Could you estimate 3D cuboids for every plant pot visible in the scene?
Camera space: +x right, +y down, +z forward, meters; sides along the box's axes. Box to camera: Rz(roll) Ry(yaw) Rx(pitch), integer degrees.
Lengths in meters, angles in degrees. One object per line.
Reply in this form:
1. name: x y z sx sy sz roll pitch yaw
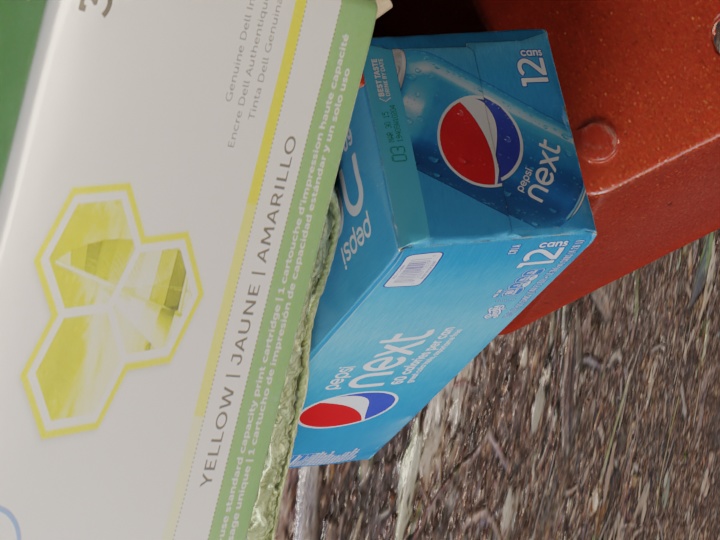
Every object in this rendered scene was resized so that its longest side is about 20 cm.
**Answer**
1. plant pot: 0.091 -0.108 0.909 0.200 0.199 0.176 64 -2 0

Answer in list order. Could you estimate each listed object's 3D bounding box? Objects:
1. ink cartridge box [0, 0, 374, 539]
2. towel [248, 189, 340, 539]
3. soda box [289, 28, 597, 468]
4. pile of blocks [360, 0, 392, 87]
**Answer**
1. ink cartridge box: -0.086 -0.003 0.532 0.200 0.048 0.146 8 98 -56
2. towel: -0.054 0.023 0.861 0.148 0.036 0.200 -125 -143 -52
3. soda box: 0.000 0.000 0.858 0.200 0.064 0.068 131 -50 -60
4. pile of blocks: -0.057 -0.023 0.699 0.062 0.082 0.200 61 40 -19
